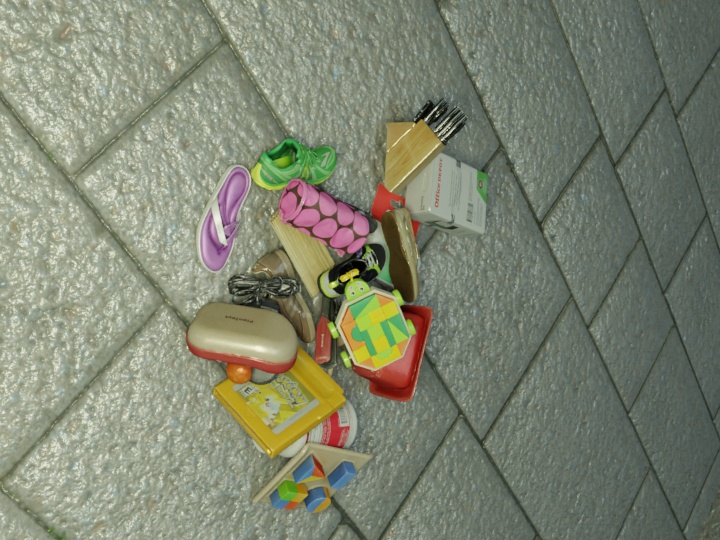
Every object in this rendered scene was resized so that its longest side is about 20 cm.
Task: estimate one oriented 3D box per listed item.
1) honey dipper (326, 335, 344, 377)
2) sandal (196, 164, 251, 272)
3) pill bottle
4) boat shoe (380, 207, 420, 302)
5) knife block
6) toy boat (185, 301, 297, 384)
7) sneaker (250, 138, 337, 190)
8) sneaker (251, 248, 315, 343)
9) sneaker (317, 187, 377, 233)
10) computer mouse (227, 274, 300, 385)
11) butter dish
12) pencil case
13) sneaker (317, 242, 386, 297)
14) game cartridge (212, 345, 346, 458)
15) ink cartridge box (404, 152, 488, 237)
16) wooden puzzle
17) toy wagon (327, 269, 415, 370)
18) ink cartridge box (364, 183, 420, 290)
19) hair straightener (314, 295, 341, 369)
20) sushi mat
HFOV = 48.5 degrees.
[{"bbox_3d":[-0.058,0.189,1.610,0.038,0.038,0.202,45,40,-36],"label":"honey dipper"},{"bbox_3d":[-0.245,-0.097,1.454,0.082,0.049,0.206,20,81,-42],"label":"sandal"},{"bbox_3d":[-0.111,0.307,1.575,0.198,0.111,0.114,4,91,-42],"label":"pill bottle"},{"bbox_3d":[0.100,-0.033,1.707,0.064,0.071,0.203,-21,105,-40],"label":"boat shoe"},{"bbox_3d":[0.143,-0.263,1.711,0.064,0.173,0.204,3,90,-73],"label":"knife block"},{"bbox_3d":[-0.211,0.145,1.431,0.131,0.197,0.132,-73,172,-60],"label":"toy boat"},{"bbox_3d":[-0.116,-0.208,1.532,0.198,0.084,0.074,-21,63,-40],"label":"sneaker"},{"bbox_3d":[-0.152,0.060,1.559,0.075,0.070,0.203,-25,109,-18],"label":"sneaker"},{"bbox_3d":[-0.051,-0.108,1.632,0.198,0.075,0.080,22,93,-35],"label":"sneaker"},{"bbox_3d":[-0.181,0.111,1.503,0.053,0.136,0.204,34,57,-86],"label":"computer mouse"},{"bbox_3d":[0.038,0.155,1.665,0.146,0.199,0.203,19,81,-24],"label":"butter dish"},{"bbox_3d":[-0.071,-0.096,1.515,0.094,0.091,0.199,-43,136,19],"label":"pencil case"},{"bbox_3d":[0.000,0.000,1.606,0.199,0.082,0.072,-35,99,-39],"label":"sneaker"},{"bbox_3d":[-0.148,0.234,1.505,0.199,0.176,0.033,-32,152,-36],"label":"game cartridge"},{"bbox_3d":[0.198,-0.173,1.826,0.198,0.083,0.148,17,74,-42],"label":"ink cartridge box"},{"bbox_3d":[-0.089,0.420,1.582,0.199,0.047,0.186,19,122,-44],"label":"wooden puzzle"},{"bbox_3d":[0.015,0.095,1.545,0.153,0.040,0.202,-26,112,-5],"label":"toy wagon"},{"bbox_3d":[0.077,-0.067,1.760,0.160,0.050,0.203,27,78,-41],"label":"ink cartridge box"},{"bbox_3d":[-0.064,0.104,1.611,0.077,0.040,0.203,50,30,-55],"label":"hair straightener"},{"bbox_3d":[-0.110,-0.051,1.556,0.096,0.012,0.201,-58,136,-36],"label":"sushi mat"}]
